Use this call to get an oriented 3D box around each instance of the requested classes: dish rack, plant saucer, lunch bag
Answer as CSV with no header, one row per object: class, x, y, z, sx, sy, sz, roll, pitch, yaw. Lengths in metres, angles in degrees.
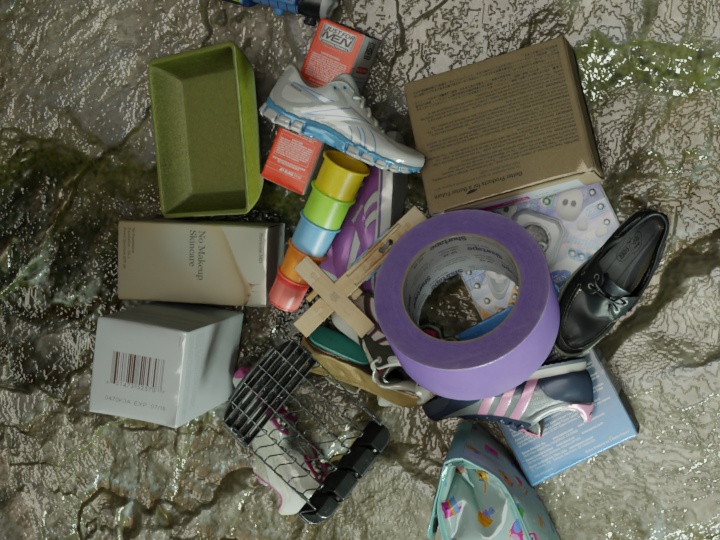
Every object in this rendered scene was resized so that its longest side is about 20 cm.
dish rack,-0.068,0.190,1.593,0.200,0.054,0.154,45,68,-14
plant saucer,-0.182,-0.168,1.621,0.199,0.048,0.201,0,96,50
lunch bag,0.148,0.284,1.548,0.121,0.170,0.201,-25,93,14

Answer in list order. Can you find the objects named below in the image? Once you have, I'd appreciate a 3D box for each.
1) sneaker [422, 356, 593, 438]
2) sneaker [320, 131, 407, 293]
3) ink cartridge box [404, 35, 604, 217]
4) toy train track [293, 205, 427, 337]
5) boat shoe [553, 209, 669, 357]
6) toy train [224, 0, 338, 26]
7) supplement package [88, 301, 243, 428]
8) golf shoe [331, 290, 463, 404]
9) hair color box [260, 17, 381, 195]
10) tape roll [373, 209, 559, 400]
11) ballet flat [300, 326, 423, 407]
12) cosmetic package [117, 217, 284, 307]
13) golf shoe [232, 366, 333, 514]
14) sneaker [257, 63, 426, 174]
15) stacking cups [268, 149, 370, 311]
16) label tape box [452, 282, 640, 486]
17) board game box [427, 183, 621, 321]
sneaker,0.170,0.159,1.519,0.199,0.070,0.083,-16,88,18
sneaker,-0.007,-0.074,1.610,0.114,0.073,0.202,11,98,17
ink cartridge box,0.165,-0.160,1.535,0.199,0.075,0.166,-14,79,18
toy train track,0.000,0.000,1.570,0.200,0.033,0.115,-44,93,5
boat shoe,0.287,0.011,1.502,0.074,0.066,0.199,43,82,-1
toy train,-0.102,-0.368,1.603,0.199,0.087,0.115,17,108,10
supplement package,-0.233,0.109,1.617,0.116,0.200,0.118,8,97,14
golf shoe,0.030,0.087,1.575,0.199,0.088,0.077,23,143,34
hair color box,-0.046,-0.195,1.592,0.061,0.101,0.201,24,100,9
tape roll,0.120,0.038,1.492,0.199,0.085,0.201,-7,61,13
ballet flat,0.017,0.130,1.634,0.199,0.069,0.063,24,124,16
cosmetic package,-0.199,-0.012,1.665,0.199,0.073,0.104,2,95,15
golf shoe,-0.113,0.218,1.664,0.091,0.075,0.201,-35,85,18
sneaker,-0.011,-0.175,1.506,0.199,0.075,0.087,24,95,-3
stacking cups,-0.052,-0.041,1.576,0.060,0.060,0.201,27,110,11
label tape box,0.221,0.132,1.571,0.144,0.063,0.201,-28,86,16
board game box,0.205,-0.036,1.580,0.199,0.026,0.201,-27,88,16
